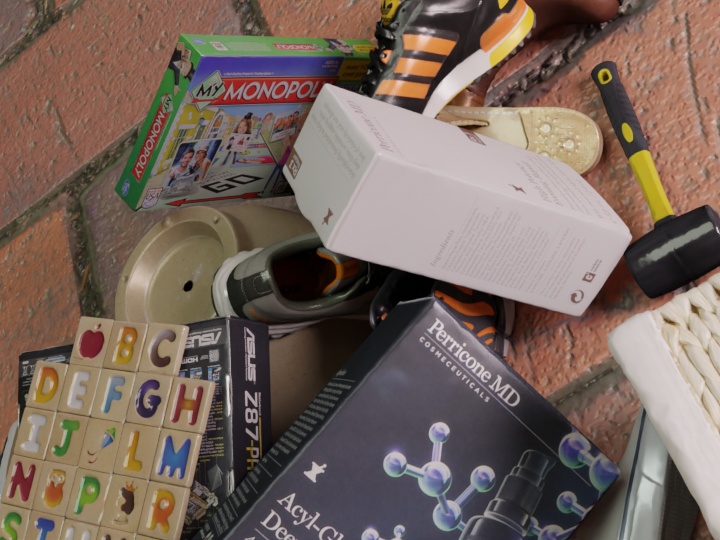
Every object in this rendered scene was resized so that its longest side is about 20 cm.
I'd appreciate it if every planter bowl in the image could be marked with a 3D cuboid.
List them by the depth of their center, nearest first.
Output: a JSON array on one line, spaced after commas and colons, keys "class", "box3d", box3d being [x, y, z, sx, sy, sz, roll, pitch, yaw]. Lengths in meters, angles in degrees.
[{"class": "planter bowl", "box3d": [-0.099, 0.031, 0.947, 0.200, 0.135, 0.201, -19, 55, 30]}]

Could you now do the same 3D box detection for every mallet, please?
[{"class": "mallet", "box3d": [0.200, -0.075, 0.844, 0.066, 0.041, 0.201, -24, 50, 26]}]

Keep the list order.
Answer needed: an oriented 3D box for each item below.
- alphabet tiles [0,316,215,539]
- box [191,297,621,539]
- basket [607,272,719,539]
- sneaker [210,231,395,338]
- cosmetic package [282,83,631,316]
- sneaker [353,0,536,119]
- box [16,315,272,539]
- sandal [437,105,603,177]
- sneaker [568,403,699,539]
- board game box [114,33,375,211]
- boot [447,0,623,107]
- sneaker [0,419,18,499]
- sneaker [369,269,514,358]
[{"class": "alphabet tiles", "box3d": [-0.171, 0.129, 0.810, 0.166, 0.006, 0.201, 3, 75, 37]}, {"class": "box", "box3d": [0.021, 0.138, 0.720, 0.200, 0.148, 0.107, -49, 5, -10]}, {"class": "basket", "box3d": [0.252, 0.098, 0.600, 0.161, 0.198, 0.200, -35, 49, 12]}, {"class": "sneaker", "box3d": [0.000, 0.000, 0.866, 0.079, 0.200, 0.074, -23, 83, 60]}, {"class": "cosmetic package", "box3d": [0.061, -0.043, 0.795, 0.074, 0.199, 0.102, -61, 34, 21]}, {"class": "sneaker", "box3d": [0.027, -0.148, 0.868, 0.200, 0.090, 0.070, -42, 26, -10]}, {"class": "box", "box3d": [-0.149, 0.124, 0.841, 0.199, 0.049, 0.162, -11, 73, 32]}, {"class": "sandal", "box3d": [0.062, -0.086, 0.891, 0.211, 0.070, 0.078, -5, 88, 20]}, {"class": "sneaker", "box3d": [0.150, 0.151, 0.729, 0.071, 0.073, 0.201, 6, 71, 35]}, {"class": "board game box", "box3d": [-0.078, -0.112, 0.940, 0.029, 0.200, 0.135, 45, 123, 26]}, {"class": "boot", "box3d": [0.090, -0.134, 0.940, 0.188, 0.068, 0.201, 11, 79, 28]}, {"class": "sneaker", "box3d": [-0.306, 0.225, 1.044, 0.108, 0.070, 0.201, -19, 60, 27]}, {"class": "sneaker", "box3d": [0.050, 0.072, 0.823, 0.077, 0.112, 0.201, -19, 56, 29]}]
